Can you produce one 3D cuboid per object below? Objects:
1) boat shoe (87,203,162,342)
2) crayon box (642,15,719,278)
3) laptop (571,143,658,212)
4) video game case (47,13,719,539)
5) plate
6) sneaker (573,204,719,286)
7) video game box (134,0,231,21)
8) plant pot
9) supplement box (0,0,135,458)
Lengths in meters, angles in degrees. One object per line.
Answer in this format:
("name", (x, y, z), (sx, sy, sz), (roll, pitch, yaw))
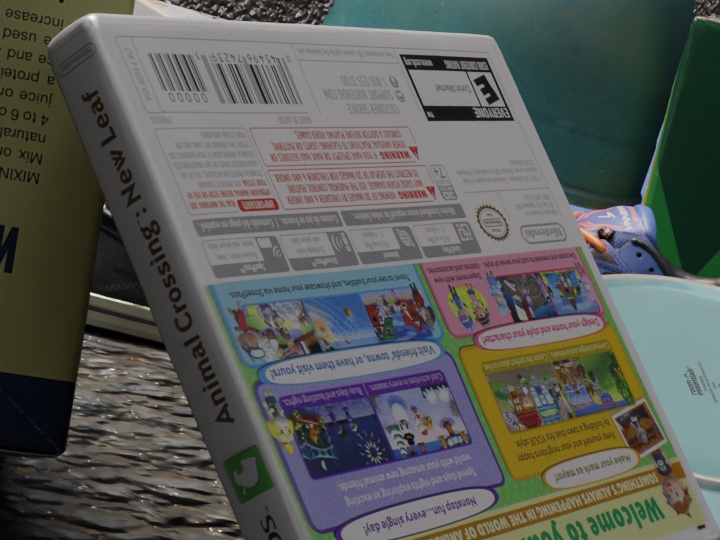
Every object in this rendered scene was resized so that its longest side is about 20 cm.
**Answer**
("boat shoe", (-0.033, 0.006, 0.904), (0.200, 0.062, 0.075), (13, 7, 0))
("crayon box", (0.163, -0.030, 1.015), (0.058, 0.173, 0.200), (16, 9, 8))
("laptop", (0.190, -0.045, 1.331), (0.187, 0.116, 0.200), (9, 9, -9))
("video game case", (0.015, 0.014, 0.610), (0.022, 0.182, 0.200), (-31, -14, 32))
("plate", (0.117, 0.045, 0.755), (0.200, 0.026, 0.200), (8, 28, -5))
("sneaker", (0.085, 0.000, 0.879), (0.200, 0.079, 0.075), (23, 21, -14))
("video game box", (-0.016, -0.088, 1.216), (0.182, 0.047, 0.200), (6, 20, -48))
("plant pot", (0.092, -0.155, 1.144), (0.200, 0.188, 0.200), (21, 13, -5))
("supplement box", (-0.174, -0.060, 0.616), (0.200, 0.200, 0.134), (9, -4, -15))
